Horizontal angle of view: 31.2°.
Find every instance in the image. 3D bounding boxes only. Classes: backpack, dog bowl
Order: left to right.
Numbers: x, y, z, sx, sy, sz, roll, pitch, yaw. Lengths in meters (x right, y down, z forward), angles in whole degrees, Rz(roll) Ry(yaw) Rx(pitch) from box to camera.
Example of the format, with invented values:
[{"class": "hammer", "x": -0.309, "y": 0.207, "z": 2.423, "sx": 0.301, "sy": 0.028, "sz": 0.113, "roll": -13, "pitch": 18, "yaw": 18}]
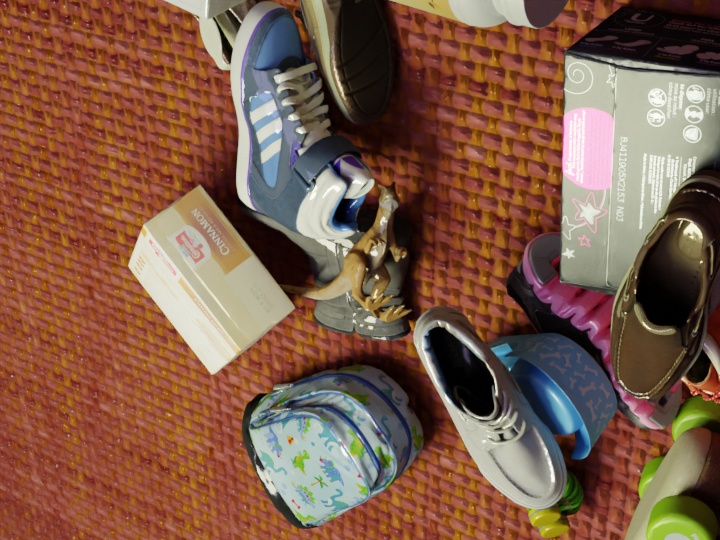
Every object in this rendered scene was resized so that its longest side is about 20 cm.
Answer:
[{"class": "backpack", "x": -0.027, "y": 0.181, "z": 1.348, "sx": 0.200, "sy": 0.154, "sz": 0.164, "roll": -26, "pitch": 92, "yaw": 30}, {"class": "dog bowl", "x": 0.158, "y": 0.109, "z": 1.164, "sx": 0.112, "sy": 0.050, "sz": 0.200, "roll": 56, "pitch": 160, "yaw": -8}]

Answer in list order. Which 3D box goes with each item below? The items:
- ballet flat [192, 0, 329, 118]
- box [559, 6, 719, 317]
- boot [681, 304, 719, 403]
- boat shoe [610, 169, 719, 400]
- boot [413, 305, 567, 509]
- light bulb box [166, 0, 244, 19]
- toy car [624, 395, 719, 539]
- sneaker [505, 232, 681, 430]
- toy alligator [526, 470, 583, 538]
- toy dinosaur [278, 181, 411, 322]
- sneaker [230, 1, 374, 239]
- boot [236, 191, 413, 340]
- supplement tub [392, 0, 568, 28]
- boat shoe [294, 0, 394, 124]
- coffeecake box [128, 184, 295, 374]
[{"class": "ballet flat", "x": -0.103, "y": -0.190, "z": 1.220, "sx": 0.068, "sy": 0.067, "sz": 0.200, "roll": -29, "pitch": 97, "yaw": 43}, {"class": "box", "x": 0.236, "y": -0.087, "z": 0.997, "sx": 0.132, "sy": 0.115, "sz": 0.201, "roll": 14, "pitch": 126, "yaw": 28}, {"class": "boot", "x": 0.307, "y": 0.090, "z": 1.056, "sx": 0.200, "sy": 0.107, "sz": 0.075, "roll": 51, "pitch": 132, "yaw": -2}, {"class": "boat shoe", "x": 0.219, "y": 0.023, "z": 0.947, "sx": 0.074, "sy": 0.075, "sz": 0.203, "roll": 24, "pitch": 130, "yaw": 21}, {"class": "boot", "x": 0.107, "y": 0.123, "z": 1.084, "sx": 0.073, "sy": 0.096, "sz": 0.200, "roll": -36, "pitch": 90, "yaw": 6}, {"class": "light bulb box", "x": -0.167, "y": -0.359, "z": 1.130, "sx": 0.199, "sy": 0.125, "sz": 0.199, "roll": 27, "pitch": 129, "yaw": 21}, {"class": "toy car", "x": 0.335, "y": 0.231, "z": 1.093, "sx": 0.199, "sy": 0.164, "sz": 0.158, "roll": 24, "pitch": 129, "yaw": 8}, {"class": "sneaker", "x": 0.203, "y": 0.061, "z": 1.148, "sx": 0.200, "sy": 0.079, "sz": 0.095, "roll": 53, "pitch": 149, "yaw": 4}, {"class": "toy alligator", "x": 0.175, "y": 0.202, "z": 1.214, "sx": 0.054, "sy": 0.059, "sz": 0.200, "roll": -24, "pitch": 147, "yaw": 9}, {"class": "toy dinosaur", "x": 0.000, "y": 0.000, "z": 1.204, "sx": 0.200, "sy": 0.060, "sz": 0.107, "roll": -49, "pitch": 51, "yaw": 39}, {"class": "sneaker", "x": -0.038, "y": -0.125, "z": 1.133, "sx": 0.146, "sy": 0.080, "sz": 0.201, "roll": 21, "pitch": 119, "yaw": 34}, {"class": "boot", "x": -0.041, "y": -0.005, "z": 1.281, "sx": 0.199, "sy": 0.070, "sz": 0.132, "roll": 22, "pitch": 125, "yaw": 27}, {"class": "supplement tub", "x": 0.066, "y": -0.272, "z": 0.994, "sx": 0.199, "sy": 0.144, "sz": 0.145, "roll": 22, "pitch": 127, "yaw": 25}, {"class": "boat shoe", "x": -0.025, "y": -0.229, "z": 1.150, "sx": 0.076, "sy": 0.071, "sz": 0.201, "roll": 7, "pitch": 113, "yaw": 50}, {"class": "coffeecake box", "x": -0.158, "y": 0.015, "z": 1.321, "sx": 0.154, "sy": 0.073, "sz": 0.200, "roll": 52, "pitch": 162, "yaw": 0}]
